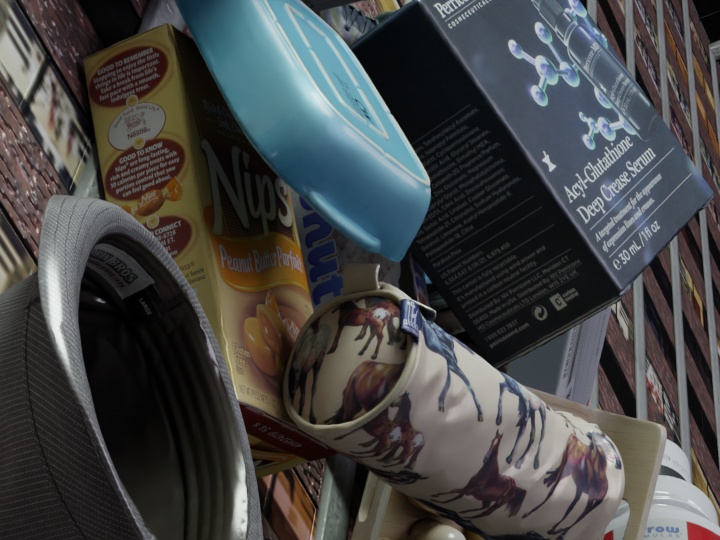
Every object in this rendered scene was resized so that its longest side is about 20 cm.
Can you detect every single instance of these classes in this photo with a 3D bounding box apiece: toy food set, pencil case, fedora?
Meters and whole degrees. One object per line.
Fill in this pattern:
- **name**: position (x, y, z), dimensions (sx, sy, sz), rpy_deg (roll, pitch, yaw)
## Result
- **toy food set**: position (0.081, 0.132, 1.189), dimensions (0.199, 0.060, 0.144), rpy_deg (20, 83, -39)
- **pencil case**: position (0.052, 0.076, 1.074), dimensions (0.200, 0.078, 0.090), rpy_deg (35, 69, -42)
- **fedora**: position (-0.108, 0.068, 0.828), dimensions (0.200, 0.090, 0.177), rpy_deg (-97, 161, -51)

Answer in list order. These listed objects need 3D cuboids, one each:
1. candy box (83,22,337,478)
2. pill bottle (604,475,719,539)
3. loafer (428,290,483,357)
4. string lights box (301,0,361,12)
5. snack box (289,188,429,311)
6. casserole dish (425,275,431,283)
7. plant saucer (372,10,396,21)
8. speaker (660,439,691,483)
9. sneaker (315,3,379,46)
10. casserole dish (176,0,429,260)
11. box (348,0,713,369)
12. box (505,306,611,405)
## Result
- **candy box**: position (-0.073, -0.008, 1.072), dimensions (0.115, 0.055, 0.201), rpy_deg (34, 41, -61)
- **pill bottle**: position (0.192, 0.224, 1.373), dimensions (0.200, 0.112, 0.113), rpy_deg (-83, 149, -57)
- **loafer**: position (0.093, 0.035, 1.512), dimensions (0.200, 0.072, 0.063), rpy_deg (-16, 93, -75)
- **string lights box**: position (-0.031, -0.251, 1.261), dimensions (0.200, 0.102, 0.059), rpy_deg (57, 40, -33)
- **snack box**: position (0.000, 0.000, 1.257), dimensions (0.024, 0.072, 0.201), rpy_deg (44, 31, -52)
- **casserole dish**: position (0.053, -0.055, 1.421), dimensions (0.039, 0.121, 0.200), rpy_deg (53, 10, 25)
- **plant saucer**: position (0.091, -0.116, 1.485), dimensions (0.039, 0.201, 0.201), rpy_deg (-51, 132, -19)
- **speaker**: position (0.222, 0.219, 1.685), dimensions (0.081, 0.081, 0.200), rpy_deg (60, 20, -30)
- **sneaker**: position (0.009, -0.140, 1.416), dimensions (0.200, 0.081, 0.074), rpy_deg (55, 23, -41)
- **casserole dish**: position (-0.025, -0.086, 1.062), dimensions (0.121, 0.039, 0.200), rpy_deg (36, 18, -40)
- **box**: position (0.087, -0.073, 1.255), dimensions (0.200, 0.107, 0.148), rpy_deg (54, 39, -3)
- **box**: position (0.138, 0.066, 1.533), dimensions (0.200, 0.041, 0.157), rpy_deg (-28, 131, -71)
